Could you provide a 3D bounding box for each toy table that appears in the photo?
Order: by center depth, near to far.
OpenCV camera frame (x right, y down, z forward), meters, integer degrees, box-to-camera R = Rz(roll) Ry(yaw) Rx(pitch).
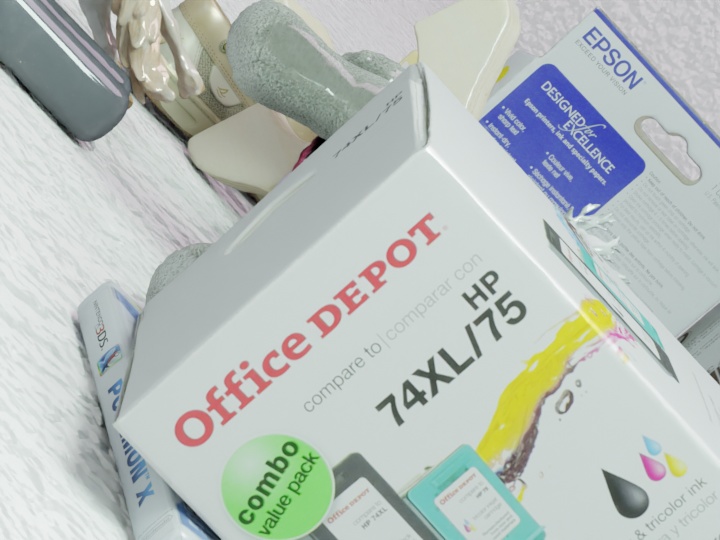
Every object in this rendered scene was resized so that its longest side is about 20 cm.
[{"bbox_3d":[0.009,-0.053,1.429,0.200,0.183,0.117,59,12,-63],"label":"toy table"}]

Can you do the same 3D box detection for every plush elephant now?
[{"bbox_3d":[0.000,0.000,1.247,0.199,0.155,0.165,13,64,-12],"label":"plush elephant"}]

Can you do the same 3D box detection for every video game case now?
[{"bbox_3d":[-0.021,0.109,1.059,0.200,0.022,0.182,43,11,-28],"label":"video game case"}]

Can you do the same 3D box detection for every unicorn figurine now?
[{"bbox_3d":[-0.133,-0.155,1.389,0.200,0.074,0.138,23,-40,55],"label":"unicorn figurine"}]

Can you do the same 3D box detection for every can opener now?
[{"bbox_3d":[-0.167,-0.150,1.281,0.200,0.067,0.053,46,10,-14],"label":"can opener"}]

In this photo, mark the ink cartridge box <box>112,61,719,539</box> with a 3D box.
[{"bbox_3d":[0.034,0.056,1.010,0.200,0.147,0.146,46,11,-11],"label":"ink cartridge box"}]

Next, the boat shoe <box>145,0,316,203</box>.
[{"bbox_3d":[-0.045,-0.078,1.532,0.200,0.065,0.072,42,11,-42],"label":"boat shoe"}]

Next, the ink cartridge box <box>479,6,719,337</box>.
[{"bbox_3d":[0.125,-0.030,1.701,0.198,0.200,0.047,45,11,-20],"label":"ink cartridge box"}]

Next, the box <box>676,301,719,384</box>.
[{"bbox_3d":[0.254,0.119,1.690,0.171,0.199,0.200,47,10,-11],"label":"box"}]

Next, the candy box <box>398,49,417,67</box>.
[{"bbox_3d":[0.096,-0.072,2.154,0.200,0.055,0.115,51,10,8],"label":"candy box"}]
